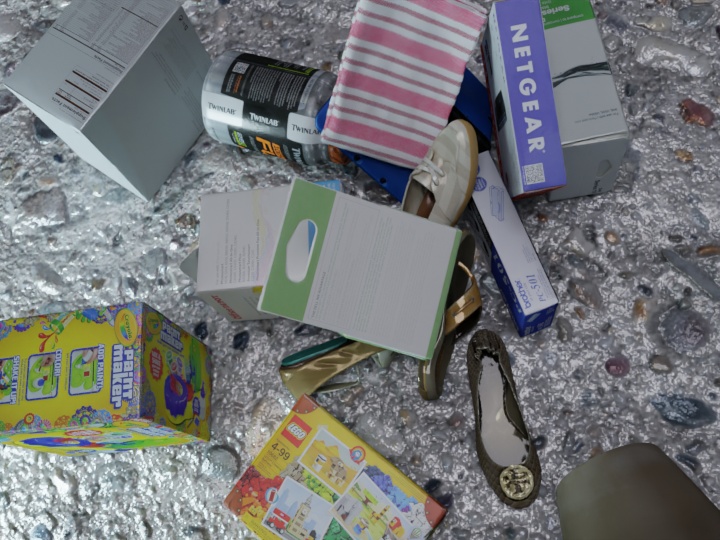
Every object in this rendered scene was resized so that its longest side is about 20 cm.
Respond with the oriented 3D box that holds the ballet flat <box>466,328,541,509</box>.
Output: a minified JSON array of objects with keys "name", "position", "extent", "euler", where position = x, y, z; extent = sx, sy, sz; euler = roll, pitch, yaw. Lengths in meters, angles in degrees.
[{"name":"ballet flat","position":[0.158,0.163,0.802],"extent":[0.066,0.046,0.203],"euler":[-10,69,7]}]

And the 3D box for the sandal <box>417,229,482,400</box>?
[{"name":"sandal","position":[0.113,0.055,0.830],"extent":[0.053,0.080,0.203],"euler":[8,78,26]}]

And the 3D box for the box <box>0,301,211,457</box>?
[{"name":"box","position":[-0.293,0.131,0.807],"extent":[0.189,0.200,0.124],"euler":[-8,69,7]}]

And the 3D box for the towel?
[{"name":"towel","position":[0.047,-0.219,0.813],"extent":[0.144,0.030,0.203],"euler":[13,115,-13]}]

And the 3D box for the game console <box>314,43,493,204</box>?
[{"name":"game console","position":[0.062,-0.204,0.901],"extent":[0.118,0.199,0.172],"euler":[-31,31,39]}]

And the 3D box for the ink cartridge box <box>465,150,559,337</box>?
[{"name":"ink cartridge box","position":[0.171,-0.031,0.844],"extent":[0.044,0.094,0.203],"euler":[-21,68,1]}]

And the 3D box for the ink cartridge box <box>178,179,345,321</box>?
[{"name":"ink cartridge box","position":[-0.109,-0.019,0.868],"extent":[0.196,0.129,0.127],"euler":[-4,70,7]}]

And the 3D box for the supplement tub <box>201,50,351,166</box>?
[{"name":"supplement tub","position":[-0.098,-0.211,0.939],"extent":[0.197,0.123,0.124],"euler":[17,74,15]}]

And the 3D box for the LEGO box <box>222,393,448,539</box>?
[{"name":"LEGO box","position":[-0.025,0.260,0.782],"extent":[0.199,0.077,0.150],"euler":[34,79,19]}]

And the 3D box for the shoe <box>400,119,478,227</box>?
[{"name":"shoe","position":[0.084,-0.079,0.838],"extent":[0.070,0.053,0.203],"euler":[41,123,44]}]

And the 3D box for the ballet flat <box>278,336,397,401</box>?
[{"name":"ballet flat","position":[0.000,0.098,0.854],"extent":[0.197,0.069,0.064],"euler":[-25,96,3]}]

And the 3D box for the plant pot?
[{"name":"plant pot","position":[0.275,0.273,0.683],"extent":[0.197,0.201,0.175],"euler":[-22,52,1]}]

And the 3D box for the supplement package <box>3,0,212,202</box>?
[{"name":"supplement package","position":[-0.312,-0.242,0.949],"extent":[0.146,0.192,0.201],"euler":[30,77,19]}]

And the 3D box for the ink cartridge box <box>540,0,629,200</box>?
[{"name":"ink cartridge box","position":[0.252,-0.207,0.866],"extent":[0.082,0.147,0.203],"euler":[-10,68,7]}]

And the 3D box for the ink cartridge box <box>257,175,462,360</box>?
[{"name":"ink cartridge box","position":[0.000,0.000,0.764],"extent":[0.197,0.048,0.148],"euler":[16,84,-13]}]

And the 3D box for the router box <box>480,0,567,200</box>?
[{"name":"router box","position":[0.183,-0.187,0.820],"extent":[0.048,0.179,0.204],"euler":[-9,91,6]}]
